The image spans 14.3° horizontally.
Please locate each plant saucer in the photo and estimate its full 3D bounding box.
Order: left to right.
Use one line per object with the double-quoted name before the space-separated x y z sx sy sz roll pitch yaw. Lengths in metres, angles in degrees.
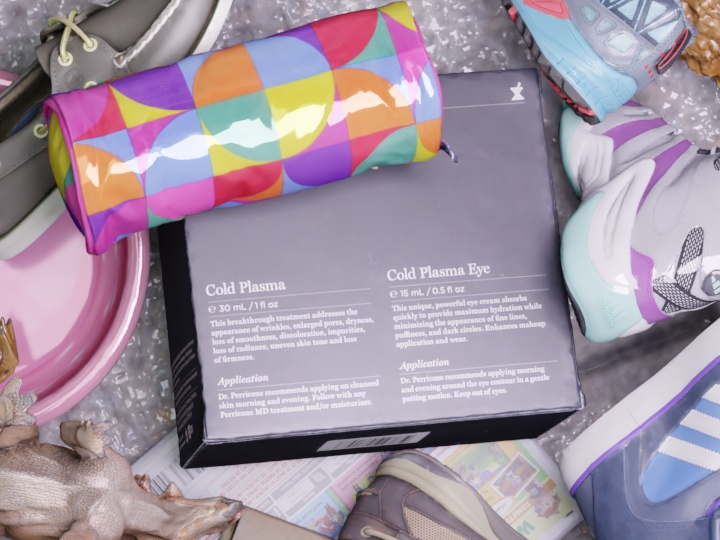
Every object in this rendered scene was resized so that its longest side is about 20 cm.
"plant saucer" -0.212 -0.008 1.540 0.200 0.051 0.201 0 89 -3

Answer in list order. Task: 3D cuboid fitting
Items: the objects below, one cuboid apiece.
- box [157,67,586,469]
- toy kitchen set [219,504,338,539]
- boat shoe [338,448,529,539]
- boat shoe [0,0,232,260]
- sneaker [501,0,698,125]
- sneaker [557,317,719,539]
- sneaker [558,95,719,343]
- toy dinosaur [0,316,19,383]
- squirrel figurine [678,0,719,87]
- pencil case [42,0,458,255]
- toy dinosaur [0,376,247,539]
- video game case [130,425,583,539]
"box" 0.000 0.000 1.499 0.199 0.104 0.183 -4 80 -11
"toy kitchen set" -0.050 0.212 1.453 0.200 0.180 0.164 20 87 -1
"boat shoe" 0.072 0.177 1.492 0.200 0.075 0.073 35 69 24
"boat shoe" -0.144 -0.092 1.460 0.060 0.072 0.202 35 107 -30
"sneaker" 0.114 -0.171 1.520 0.095 0.079 0.200 -31 61 7
"sneaker" 0.208 0.103 1.441 0.200 0.081 0.147 -39 70 16
"sneaker" 0.177 -0.044 1.492 0.140 0.200 0.078 -12 129 13
"toy dinosaur" -0.230 0.060 1.491 0.106 0.060 0.200 -16 107 4
"squirrel figurine" 0.267 -0.155 1.537 0.186 0.142 0.200 28 101 -12
"pencil case" -0.053 -0.069 1.409 0.200 0.088 0.089 -14 89 -11
"toy dinosaur" -0.163 0.115 1.458 0.200 0.136 0.086 23 77 -1
"video game case" -0.007 0.125 1.560 0.200 0.022 0.182 -40 90 -4
